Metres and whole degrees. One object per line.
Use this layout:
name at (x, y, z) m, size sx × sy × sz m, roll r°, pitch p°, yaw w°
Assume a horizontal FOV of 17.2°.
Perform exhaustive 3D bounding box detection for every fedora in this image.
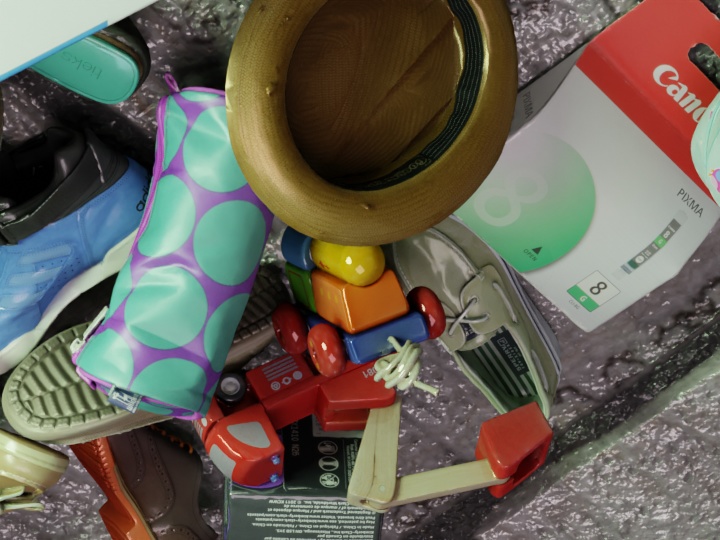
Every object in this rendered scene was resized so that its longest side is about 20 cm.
fedora at (-0.003, -0.113, 1.395) m, size 0.200 × 0.082 × 0.201 m, roll -5°, pitch 100°, yaw -29°

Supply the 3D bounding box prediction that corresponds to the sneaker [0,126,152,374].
sneaker at (-0.223, -0.015, 1.494) m, size 0.200 × 0.077 × 0.111 m, roll -35°, pitch 128°, yaw 18°

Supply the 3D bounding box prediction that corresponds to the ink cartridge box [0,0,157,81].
ink cartridge box at (-0.153, -0.207, 1.267) m, size 0.146 × 0.200 × 0.086 m, roll -25°, pitch 124°, yaw 16°

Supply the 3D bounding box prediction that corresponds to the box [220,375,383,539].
box at (-0.043, 0.185, 1.635) m, size 0.106 × 0.122 × 0.200 m, roll 3°, pitch 129°, yaw -5°

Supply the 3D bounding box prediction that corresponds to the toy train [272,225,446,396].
toy train at (0.000, 0.000, 1.438) m, size 0.084 × 0.200 × 0.116 m, roll -21°, pitch 106°, yaw -16°

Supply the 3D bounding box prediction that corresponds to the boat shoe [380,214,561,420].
boat shoe at (0.075, 0.023, 1.550) m, size 0.072 × 0.062 × 0.200 m, roll -30°, pitch 123°, yaw 20°

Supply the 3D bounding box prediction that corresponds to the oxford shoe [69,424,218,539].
oxford shoe at (-0.154, 0.124, 1.631) m, size 0.072 × 0.071 × 0.200 m, roll -30°, pitch 125°, yaw -18°

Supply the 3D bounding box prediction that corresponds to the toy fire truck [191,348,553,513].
toy fire truck at (0.007, 0.104, 1.530) m, size 0.200 × 0.141 × 0.049 m, roll -24°, pitch 156°, yaw -16°

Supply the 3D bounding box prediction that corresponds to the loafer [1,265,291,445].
loafer at (-0.134, 0.065, 1.531) m, size 0.200 × 0.076 × 0.068 m, roll -23°, pitch 152°, yaw -18°

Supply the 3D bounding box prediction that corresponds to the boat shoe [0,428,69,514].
boat shoe at (-0.249, 0.141, 1.564) m, size 0.073 × 0.063 × 0.200 m, roll 26°, pitch 162°, yaw -20°

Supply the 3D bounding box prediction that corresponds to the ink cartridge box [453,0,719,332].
ink cartridge box at (0.168, -0.067, 1.493) m, size 0.200 × 0.050 × 0.161 m, roll -34°, pitch 123°, yaw 25°

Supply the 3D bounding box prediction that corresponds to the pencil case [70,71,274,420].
pencil case at (-0.107, -0.011, 1.441) m, size 0.092 × 0.085 × 0.201 m, roll 19°, pitch 88°, yaw -9°

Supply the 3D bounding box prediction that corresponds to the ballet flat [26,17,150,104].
ballet flat at (-0.214, -0.160, 1.385) m, size 0.200 × 0.068 × 0.068 m, roll 29°, pitch 122°, yaw -23°

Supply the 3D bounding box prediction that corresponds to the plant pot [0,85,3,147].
plant pot at (-0.308, -0.086, 1.325) m, size 0.200 × 0.187 × 0.187 m, roll 9°, pitch 129°, yaw -28°

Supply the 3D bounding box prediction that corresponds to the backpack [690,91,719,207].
backpack at (0.299, -0.048, 1.455) m, size 0.200 × 0.127 × 0.167 m, roll 22°, pitch 106°, yaw -36°
